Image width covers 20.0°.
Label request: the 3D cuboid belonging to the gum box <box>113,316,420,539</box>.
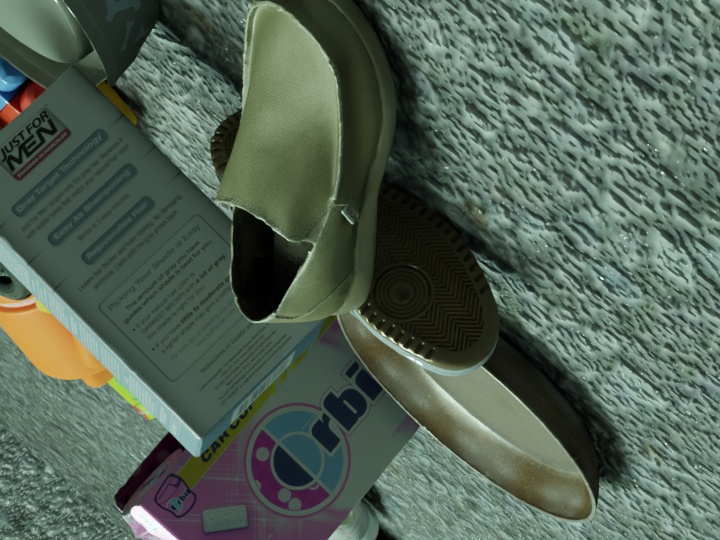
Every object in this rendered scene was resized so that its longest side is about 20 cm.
[{"bbox_3d":[-0.057,0.121,1.335,0.113,0.200,0.066,45,164,-15],"label":"gum box"}]

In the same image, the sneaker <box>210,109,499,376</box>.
[{"bbox_3d":[0.000,0.000,1.127,0.200,0.070,0.109,42,162,22],"label":"sneaker"}]

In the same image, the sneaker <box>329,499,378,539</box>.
[{"bbox_3d":[-0.069,0.165,1.715,0.200,0.082,0.088,31,161,8],"label":"sneaker"}]

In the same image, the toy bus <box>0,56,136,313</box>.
[{"bbox_3d":[-0.211,-0.089,1.327,0.200,0.136,0.192,44,148,-14],"label":"toy bus"}]

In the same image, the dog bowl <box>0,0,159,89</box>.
[{"bbox_3d":[-0.194,-0.182,1.135,0.200,0.059,0.200,38,164,13],"label":"dog bowl"}]

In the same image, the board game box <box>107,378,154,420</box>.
[{"bbox_3d":[-0.242,0.050,1.858,0.200,0.048,0.102,44,164,-6],"label":"board game box"}]

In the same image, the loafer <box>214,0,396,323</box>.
[{"bbox_3d":[-0.030,-0.050,0.986,0.076,0.067,0.201,26,135,34],"label":"loafer"}]

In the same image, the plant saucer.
[{"bbox_3d":[0.070,0.075,1.227,0.200,0.032,0.200,38,163,14],"label":"plant saucer"}]

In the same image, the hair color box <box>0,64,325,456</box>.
[{"bbox_3d":[-0.125,-0.005,1.125,0.200,0.099,0.061,45,165,5],"label":"hair color box"}]

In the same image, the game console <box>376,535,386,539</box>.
[{"bbox_3d":[-0.036,0.279,1.861,0.200,0.170,0.119,26,131,43],"label":"game console"}]

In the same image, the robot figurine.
[{"bbox_3d":[-0.243,0.009,1.638,0.116,0.144,0.200,-11,138,20],"label":"robot figurine"}]
